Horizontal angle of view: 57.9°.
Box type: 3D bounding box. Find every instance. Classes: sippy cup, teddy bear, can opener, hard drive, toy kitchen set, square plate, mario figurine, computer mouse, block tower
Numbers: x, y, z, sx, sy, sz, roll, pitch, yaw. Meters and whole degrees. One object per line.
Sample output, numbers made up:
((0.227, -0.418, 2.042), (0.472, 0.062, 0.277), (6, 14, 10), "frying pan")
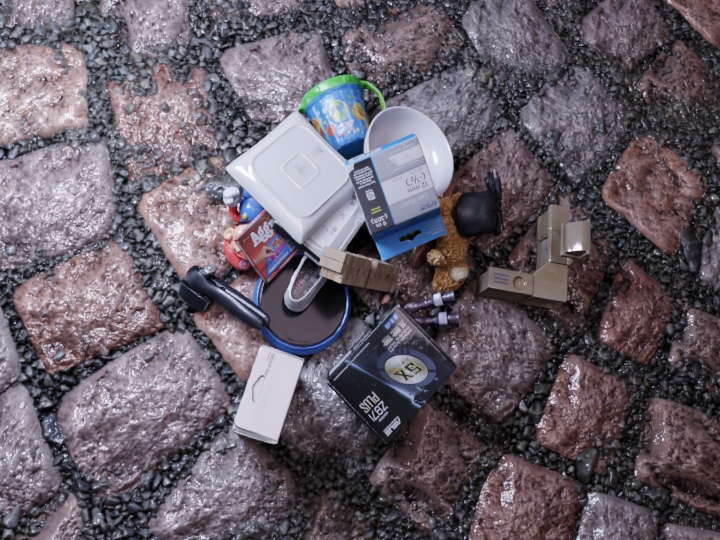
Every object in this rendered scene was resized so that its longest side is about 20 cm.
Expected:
((-0.039, -0.309, 1.346), (0.139, 0.176, 0.133), (-10, 75, -58), "sippy cup")
((0.186, -0.054, 1.311), (0.065, 0.144, 0.206), (7, 92, 32), "teddy bear")
((-0.256, 0.052, 1.246), (0.196, 0.063, 0.080), (27, 116, 11), "can opener")
((-0.059, -0.116, 1.241), (0.139, 0.038, 0.202), (38, 63, -4), "hard drive")
((0.353, -0.049, 1.337), (0.175, 0.163, 0.206), (9, 74, -8), "toy kitchen set")
((-0.114, -0.182, 1.210), (0.200, 0.029, 0.198), (44, 64, 4), "square plate")
((-0.202, -0.097, 1.251), (0.121, 0.106, 0.205), (18, 96, 11), "mario figurine")
((0.256, -0.126, 1.326), (0.198, 0.052, 0.143), (-23, 106, -53), "computer mouse")
((0.000, 0.000, 1.221), (0.057, 0.198, 0.055), (21, 94, 34), "block tower")

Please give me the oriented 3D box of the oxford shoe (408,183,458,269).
((0.138, -0.098, 1.371), (0.072, 0.071, 0.203), (20, 72, 22), "oxford shoe")

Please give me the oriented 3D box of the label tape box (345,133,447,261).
((0.070, -0.130, 1.205), (0.140, 0.066, 0.204), (-21, 103, 3), "label tape box")

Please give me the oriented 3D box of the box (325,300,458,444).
((0.057, 0.189, 1.228), (0.200, 0.086, 0.164), (-45, 92, 1), "box")

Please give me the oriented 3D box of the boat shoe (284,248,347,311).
((-0.083, -0.016, 1.256), (0.071, 0.069, 0.201), (37, 72, 1), "boat shoe")

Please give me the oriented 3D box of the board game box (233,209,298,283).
((-0.144, -0.083, 1.241), (0.201, 0.019, 0.104), (-49, 117, -29), "board game box")

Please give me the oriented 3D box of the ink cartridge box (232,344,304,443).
((-0.164, 0.226, 1.153), (0.081, 0.200, 0.149), (19, 73, -4), "ink cartridge box")

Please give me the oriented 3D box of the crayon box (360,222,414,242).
((0.064, -0.174, 1.357), (0.116, 0.058, 0.205), (16, 71, -17), "crayon box")

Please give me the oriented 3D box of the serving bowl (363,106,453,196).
((0.088, -0.222, 1.306), (0.195, 0.066, 0.206), (9, 70, -24), "serving bowl")

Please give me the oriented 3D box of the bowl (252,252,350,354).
((-0.114, 0.062, 1.288), (0.195, 0.039, 0.207), (3, 76, -10), "bowl")

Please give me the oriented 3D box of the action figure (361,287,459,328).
((0.098, 0.092, 1.306), (0.194, 0.069, 0.134), (-7, 83, 3), "action figure")
